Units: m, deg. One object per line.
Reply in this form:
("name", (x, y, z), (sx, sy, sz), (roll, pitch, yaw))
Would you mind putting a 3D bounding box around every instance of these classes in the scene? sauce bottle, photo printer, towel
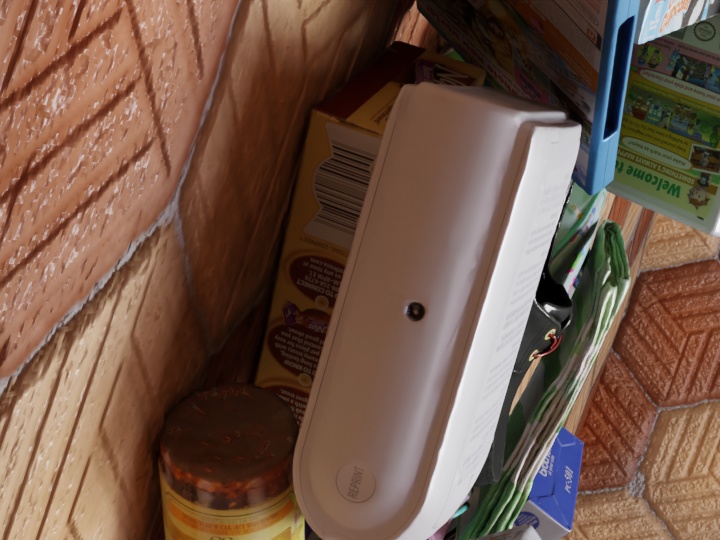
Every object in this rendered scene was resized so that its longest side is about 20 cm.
("sauce bottle", (-0.054, 0.143, 0.805), (0.066, 0.065, 0.202), (-56, 153, -45))
("photo printer", (0.033, 0.021, 0.764), (0.166, 0.069, 0.202), (-23, 129, -75))
("towel", (0.102, 0.074, 1.024), (0.153, 0.023, 0.202), (-63, 177, -76))

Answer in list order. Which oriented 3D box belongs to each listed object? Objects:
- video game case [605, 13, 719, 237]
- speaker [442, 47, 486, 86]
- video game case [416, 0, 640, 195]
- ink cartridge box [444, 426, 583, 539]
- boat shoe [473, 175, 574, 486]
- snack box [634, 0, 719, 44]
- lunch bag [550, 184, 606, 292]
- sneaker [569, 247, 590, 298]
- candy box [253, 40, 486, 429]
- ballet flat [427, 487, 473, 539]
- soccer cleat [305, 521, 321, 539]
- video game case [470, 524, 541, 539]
("video game case", (0.180, -0.140, 1.126), (0.022, 0.199, 0.184), (6, 106, -48))
("speaker", (0.099, -0.119, 1.044), (0.200, 0.088, 0.089), (-48, 155, -58))
("video game case", (0.071, -0.134, 0.799), (0.018, 0.143, 0.200), (-35, 157, -13))
("ink cartridge box", (0.078, 0.196, 1.297), (0.200, 0.044, 0.094), (-43, -163, 35))
("boat shoe", (0.078, 0.021, 0.919), (0.074, 0.062, 0.204), (-49, 148, -74))
("snack box", (0.136, -0.172, 1.001), (0.200, 0.115, 0.037), (-29, 137, -63))
("lunch bag", (0.061, 0.029, 1.068), (0.200, 0.077, 0.161), (-45, 163, -30))
("sneaker", (0.098, 0.032, 1.186), (0.073, 0.111, 0.201), (50, 42, -28))
("candy box", (0.000, 0.000, 0.880), (0.117, 0.056, 0.202), (-46, 152, -59))
("ballet flat", (0.018, 0.122, 0.951), (0.072, 0.069, 0.200), (65, 13, -2))
("soccer cleat", (-0.040, 0.155, 0.968), (0.200, 0.072, 0.069), (-80, 154, -66))
("video game case", (-0.015, 0.215, 0.917), (0.199, 0.023, 0.182), (-24, -162, 41))
